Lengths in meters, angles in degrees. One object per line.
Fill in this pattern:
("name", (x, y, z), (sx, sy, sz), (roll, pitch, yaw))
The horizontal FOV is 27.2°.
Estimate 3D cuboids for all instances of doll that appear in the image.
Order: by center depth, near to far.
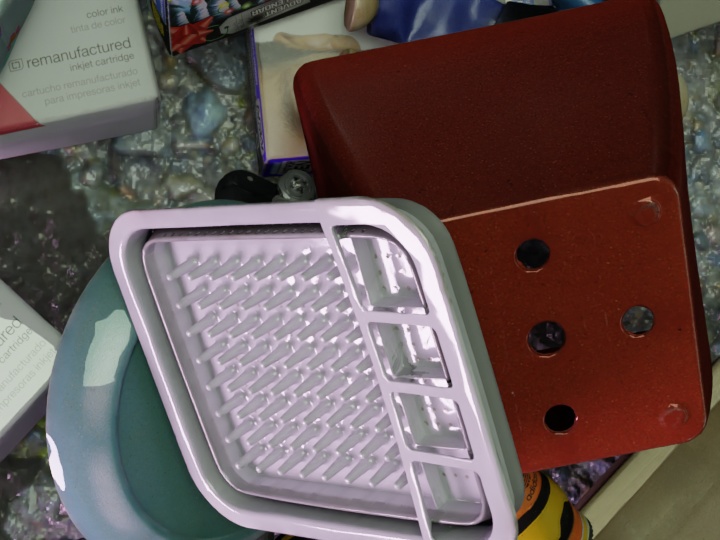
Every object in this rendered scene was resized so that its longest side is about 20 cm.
("doll", (0.087, -0.106, 0.832), (0.199, 0.048, 0.137), (8, 92, -10))

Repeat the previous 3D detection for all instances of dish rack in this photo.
("dish rack", (-0.016, 0.041, 0.666), (0.044, 0.199, 0.172), (-37, 116, -42))

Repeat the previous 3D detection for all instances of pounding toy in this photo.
("pounding toy", (0.211, 0.190, 0.851), (0.200, 0.142, 0.184), (44, 80, 9))

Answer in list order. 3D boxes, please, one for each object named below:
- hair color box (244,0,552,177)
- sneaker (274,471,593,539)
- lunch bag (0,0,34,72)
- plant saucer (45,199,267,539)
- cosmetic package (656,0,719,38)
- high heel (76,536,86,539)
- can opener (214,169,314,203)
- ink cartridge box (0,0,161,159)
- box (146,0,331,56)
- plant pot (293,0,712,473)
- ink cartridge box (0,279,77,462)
("hair color box", (0.034, -0.121, 0.882), (0.199, 0.065, 0.110), (-6, 86, -7))
("sneaker", (0.020, 0.133, 0.799), (0.090, 0.199, 0.070), (54, 38, -34))
("lunch bag", (-0.235, -0.193, 0.759), (0.160, 0.077, 0.201), (23, 83, -2))
("plant saucer", (-0.074, 0.064, 0.778), (0.200, 0.027, 0.201), (-15, 111, -44))
("cosmetic package", (0.232, -0.218, 0.846), (0.199, 0.087, 0.104), (-20, 54, -14))
("high heel", (-0.088, 0.225, 0.824), (0.142, 0.071, 0.201), (-20, 82, -8))
("can opener", (0.000, 0.000, 0.873), (0.199, 0.079, 0.064), (22, 44, -8))
("ink cartridge box", (-0.205, -0.169, 0.842), (0.147, 0.086, 0.201), (-13, 88, -8))
("box", (-0.017, -0.192, 0.784), (0.199, 0.137, 0.040), (-22, 73, -12))
("plant pot", (0.080, -0.004, 0.742), (0.199, 0.176, 0.201), (-11, 113, 4))
("ink cartridge box", (-0.261, 0.032, 0.745), (0.200, 0.084, 0.145), (42, 78, 0))
